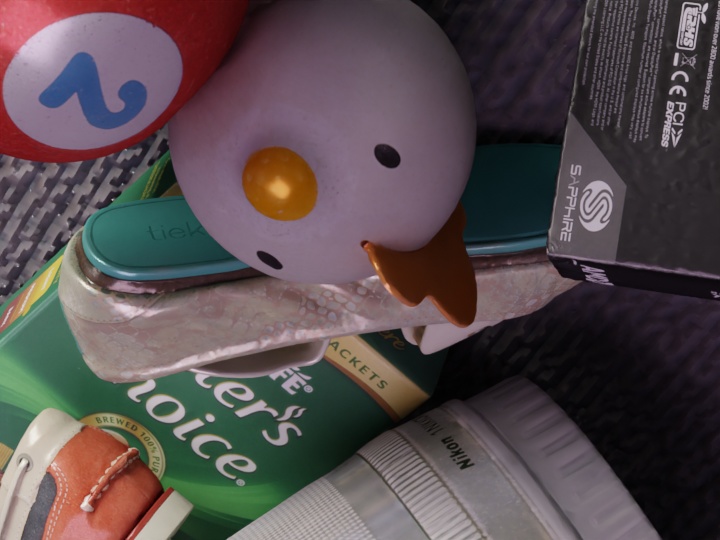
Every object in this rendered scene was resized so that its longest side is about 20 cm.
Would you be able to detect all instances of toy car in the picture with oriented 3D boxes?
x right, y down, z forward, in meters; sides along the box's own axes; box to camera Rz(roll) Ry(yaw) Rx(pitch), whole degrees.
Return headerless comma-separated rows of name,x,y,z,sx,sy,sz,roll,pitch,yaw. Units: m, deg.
toy car,-0.034,-0.054,0.860,0.200,0.177,0.184,44,114,-5

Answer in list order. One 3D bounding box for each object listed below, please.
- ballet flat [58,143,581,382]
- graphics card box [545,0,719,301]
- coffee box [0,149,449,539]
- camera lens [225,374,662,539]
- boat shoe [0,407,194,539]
ballet flat,0.000,0.000,0.952,0.199,0.068,0.063,-5,129,-5
graphics card box,0.162,-0.047,0.860,0.199,0.051,0.126,8,84,10
coffee box,-0.075,0.046,1.043,0.123,0.044,0.200,42,126,-15
camera lens,0.010,0.149,0.974,0.200,0.160,0.160,-33,116,-7
boat shoe,-0.129,0.125,1.046,0.062,0.071,0.200,37,132,0
